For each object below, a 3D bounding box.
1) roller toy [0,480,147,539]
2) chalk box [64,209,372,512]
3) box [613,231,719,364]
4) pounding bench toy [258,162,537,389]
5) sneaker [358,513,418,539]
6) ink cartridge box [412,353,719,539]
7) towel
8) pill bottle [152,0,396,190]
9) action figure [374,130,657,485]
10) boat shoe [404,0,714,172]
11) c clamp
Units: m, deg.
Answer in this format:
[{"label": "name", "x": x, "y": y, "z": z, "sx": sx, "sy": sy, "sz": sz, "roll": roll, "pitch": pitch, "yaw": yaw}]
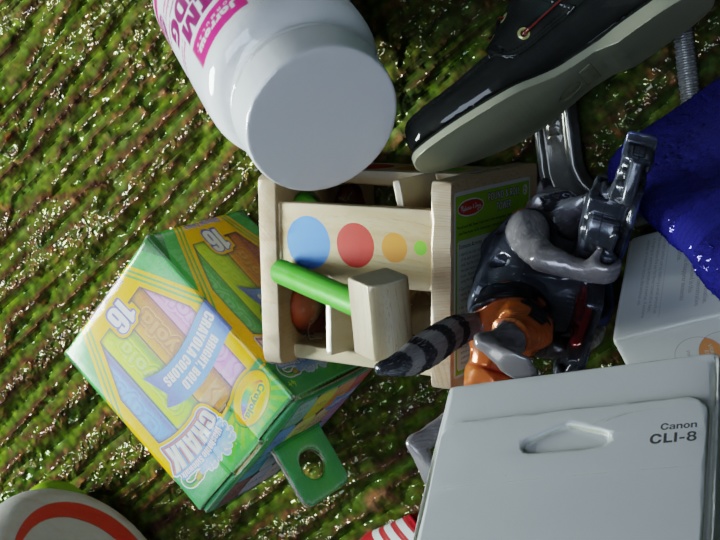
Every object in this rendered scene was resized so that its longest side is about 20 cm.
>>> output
[{"label": "roller toy", "x": -0.245, "y": 0.275, "z": 1.080, "sx": 0.140, "sy": 0.200, "sz": 0.183, "roll": -42, "pitch": 86, "yaw": 28}, {"label": "chalk box", "x": -0.082, "y": 0.076, "z": 0.996, "sx": 0.200, "sy": 0.124, "sz": 0.124, "roll": 45, "pitch": 116, "yaw": 12}, {"label": "box", "x": 0.261, "y": 0.032, "z": 0.800, "sx": 0.199, "sy": 0.098, "sz": 0.125, "roll": -15, "pitch": 122, "yaw": 28}, {"label": "pounding bench toy", "x": 0.000, "y": 0.000, "z": 0.891, "sx": 0.155, "sy": 0.200, "sz": 0.125, "roll": 5, "pitch": 102, "yaw": 30}, {"label": "sneaker", "x": 0.053, "y": 0.260, "z": 0.970, "sx": 0.115, "sy": 0.078, "sz": 0.201, "roll": -39, "pitch": 66, "yaw": 25}, {"label": "ink cartridge box", "x": 0.128, "y": 0.165, "z": 0.701, "sx": 0.144, "sy": 0.145, "sz": 0.201, "roll": -10, "pitch": 126, "yaw": 24}, {"label": "towel", "x": 0.232, "y": -0.046, "z": 0.767, "sx": 0.147, "sy": 0.200, "sz": 0.050, "roll": -33, "pitch": 120, "yaw": 3}, {"label": "pill bottle", "x": -0.056, "y": -0.141, "z": 0.897, "sx": 0.114, "sy": 0.113, "sz": 0.200, "roll": -62, "pitch": 35, "yaw": 22}, {"label": "action figure", "x": 0.093, "y": 0.004, "z": 0.802, "sx": 0.104, "sy": 0.194, "sz": 0.201, "roll": 22, "pitch": 132, "yaw": 11}, {"label": "boat shoe", "x": 0.109, "y": -0.129, "z": 0.844, "sx": 0.201, "sy": 0.074, "sz": 0.063, "roll": -34, "pitch": 73, "yaw": 7}, {"label": "c clamp", "x": 0.179, "y": -0.124, "z": 0.879, "sx": 0.170, "sy": 0.027, "sz": 0.202, "roll": 1, "pitch": 100, "yaw": 27}]
